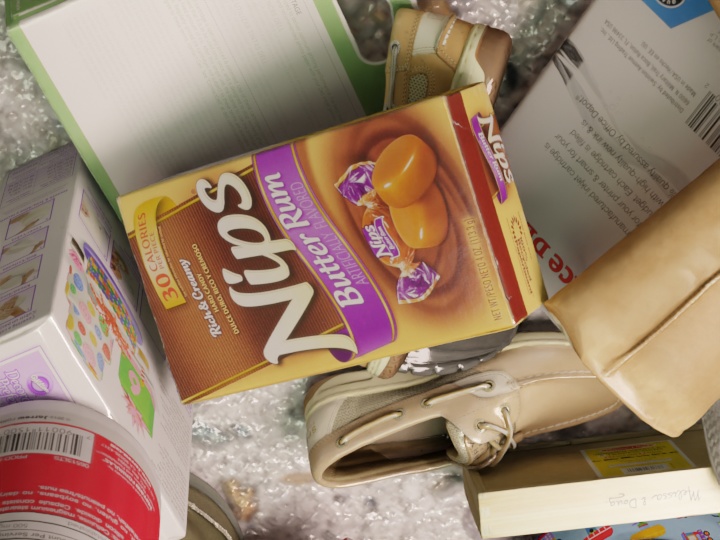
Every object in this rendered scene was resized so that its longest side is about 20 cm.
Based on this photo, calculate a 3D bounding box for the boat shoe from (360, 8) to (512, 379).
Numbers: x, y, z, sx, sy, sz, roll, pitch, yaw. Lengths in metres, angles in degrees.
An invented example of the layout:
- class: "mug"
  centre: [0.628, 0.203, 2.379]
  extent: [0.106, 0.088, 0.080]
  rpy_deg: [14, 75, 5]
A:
- class: "boat shoe"
  centre: [0.018, -0.042, 1.031]
  extent: [0.076, 0.072, 0.202]
  rpy_deg: [18, 109, 4]

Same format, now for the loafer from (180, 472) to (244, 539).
- class: "loafer"
  centre: [-0.142, 0.148, 1.159]
  extent: [0.075, 0.070, 0.200]
  rpy_deg: [-39, 128, 17]

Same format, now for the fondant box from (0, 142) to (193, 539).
- class: "fondant box"
  centre: [-0.144, 0.039, 1.038]
  extent: [0.058, 0.200, 0.145]
  rpy_deg: [-23, 118, 9]

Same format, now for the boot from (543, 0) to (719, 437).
- class: "boot"
  centre: [0.162, -0.037, 0.921]
  extent: [0.175, 0.066, 0.200]
  rpy_deg: [43, 112, -9]

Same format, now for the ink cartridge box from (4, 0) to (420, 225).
- class: "ink cartridge box"
  centre: [-0.067, -0.119, 1.030]
  extent: [0.198, 0.048, 0.146]
  rpy_deg: [-22, 129, 7]

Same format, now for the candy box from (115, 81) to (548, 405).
- class: "candy box"
  centre: [-0.017, -0.011, 0.990]
  extent: [0.199, 0.056, 0.118]
  rpy_deg: [-15, 96, 29]

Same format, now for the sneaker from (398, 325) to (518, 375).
- class: "sneaker"
  centre: [0.000, 0.000, 1.102]
  extent: [0.198, 0.076, 0.091]
  rpy_deg: [13, 108, -15]

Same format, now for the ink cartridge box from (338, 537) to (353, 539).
- class: "ink cartridge box"
  centre: [-0.044, 0.272, 1.214]
  extent: [0.143, 0.084, 0.201]
  rpy_deg: [-15, 134, 4]

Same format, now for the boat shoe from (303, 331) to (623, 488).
- class: "boat shoe"
  centre: [0.065, 0.088, 1.147]
  extent: [0.198, 0.065, 0.072]
  rpy_deg: [-9, 135, 3]

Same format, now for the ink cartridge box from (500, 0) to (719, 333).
- class: "ink cartridge box"
  centre: [0.164, -0.064, 1.025]
  extent: [0.086, 0.147, 0.201]
  rpy_deg: [3, 129, -50]

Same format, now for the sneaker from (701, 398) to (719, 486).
- class: "sneaker"
  centre: [0.245, 0.057, 1.079]
  extent: [0.117, 0.202, 0.074]
  rpy_deg: [-4, 140, -9]

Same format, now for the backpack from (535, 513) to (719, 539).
- class: "backpack"
  centre: [0.189, 0.235, 1.208]
  extent: [0.199, 0.135, 0.183]
  rpy_deg: [35, 112, -19]

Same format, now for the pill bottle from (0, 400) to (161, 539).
- class: "pill bottle"
  centre: [-0.148, 0.155, 0.871]
  extent: [0.111, 0.200, 0.113]
  rpy_deg: [-1, 119, -2]

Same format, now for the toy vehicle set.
- class: "toy vehicle set"
  centre: [0.162, 0.119, 1.146]
  extent: [0.198, 0.124, 0.027]
  rpy_deg: [-6, 96, 0]
